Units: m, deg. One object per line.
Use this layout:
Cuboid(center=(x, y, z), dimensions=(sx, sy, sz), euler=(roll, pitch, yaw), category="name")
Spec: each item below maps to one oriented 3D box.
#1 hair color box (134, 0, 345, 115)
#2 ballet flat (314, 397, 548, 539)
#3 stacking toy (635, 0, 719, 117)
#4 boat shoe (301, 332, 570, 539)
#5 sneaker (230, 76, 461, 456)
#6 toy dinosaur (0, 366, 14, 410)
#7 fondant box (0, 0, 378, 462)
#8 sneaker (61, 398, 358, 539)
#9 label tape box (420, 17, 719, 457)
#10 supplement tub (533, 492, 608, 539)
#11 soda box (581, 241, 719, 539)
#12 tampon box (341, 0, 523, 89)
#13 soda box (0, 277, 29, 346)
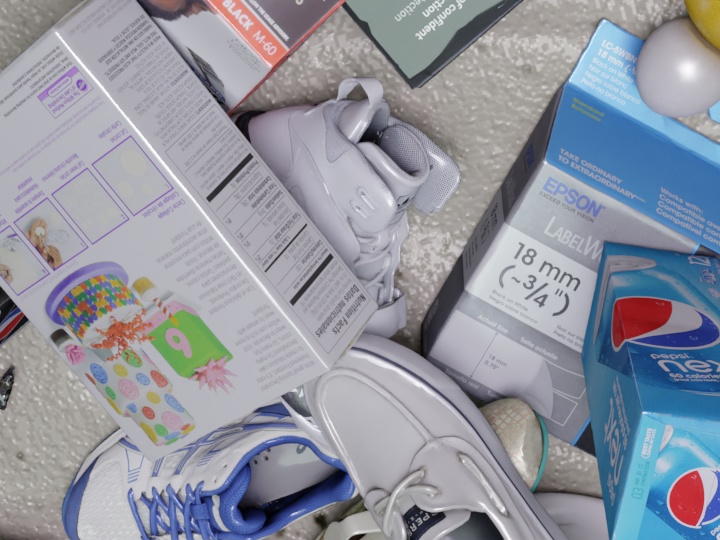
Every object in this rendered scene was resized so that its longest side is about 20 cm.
Cuboid(center=(-0.074, -0.137, 0.822), dimensions=(0.064, 0.200, 0.111), euler=(-45, 96, -11), category="hair color box")
Cuboid(center=(0.028, 0.133, 0.942), dimensions=(0.062, 0.068, 0.200), euler=(3, 145, -30), category="ballet flat")
Cuboid(center=(0.207, -0.150, 0.858), dimensions=(0.146, 0.146, 0.200), euler=(33, 123, -8), category="stacking toy")
Cuboid(center=(0.039, 0.118, 0.860), dimensions=(0.072, 0.066, 0.200), euler=(-38, 88, 25), category="boat shoe")
Cuboid(center=(0.000, 0.000, 0.906), dimensions=(0.114, 0.075, 0.201), euler=(-21, 91, 40), category="sneaker")
Cuboid(center=(-0.246, 0.082, 0.983), dimensions=(0.087, 0.047, 0.201), euler=(15, 82, -6), category="toy dinosaur")
Cuboid(center=(-0.109, -0.018, 0.850), dimensions=(0.144, 0.058, 0.200), euler=(-29, 104, 41), category="fondant box")
Cuboid(center=(-0.084, 0.117, 0.981), dimensions=(0.199, 0.088, 0.076), euler=(-23, 108, 13), category="sneaker")
Cuboid(center=(0.139, -0.008, 0.933), dimensions=(0.144, 0.063, 0.201), euler=(27, 110, -6), category="label tape box")
Cuboid(center=(0.110, 0.243, 0.981), dimensions=(0.144, 0.146, 0.201), euler=(12, 110, -1), category="supplement tub")
Cuboid(center=(0.144, 0.055, 0.815), dimensions=(0.064, 0.200, 0.068), euler=(8, 112, -1), category="soda box")
Cuboid(center=(0.018, -0.218, 0.833), dimensions=(0.150, 0.126, 0.200), euler=(-38, 103, 14), category="tampon box")
Cuboid(center=(-0.257, -0.036, 0.915), dimensions=(0.200, 0.071, 0.063), euler=(40, 136, 6), category="soda box")
